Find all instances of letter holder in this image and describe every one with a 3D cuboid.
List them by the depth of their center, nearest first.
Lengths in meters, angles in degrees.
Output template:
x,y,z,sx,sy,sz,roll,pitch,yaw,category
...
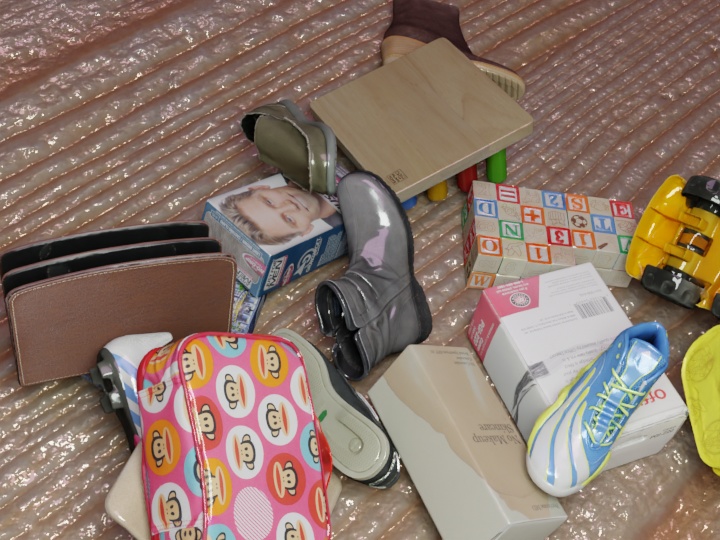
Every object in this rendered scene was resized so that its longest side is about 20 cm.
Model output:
x,y,z,sx,sy,sz,roll,pitch,yaw,category
-0.222,0.008,0.977,0.198,0.143,0.101,-10,53,-19,letter holder

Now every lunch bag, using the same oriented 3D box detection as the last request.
x,y,z,sx,sy,sz,roll,pitch,yaw,category
-0.093,0.153,0.892,0.175,0.081,0.203,7,69,-47,lunch bag

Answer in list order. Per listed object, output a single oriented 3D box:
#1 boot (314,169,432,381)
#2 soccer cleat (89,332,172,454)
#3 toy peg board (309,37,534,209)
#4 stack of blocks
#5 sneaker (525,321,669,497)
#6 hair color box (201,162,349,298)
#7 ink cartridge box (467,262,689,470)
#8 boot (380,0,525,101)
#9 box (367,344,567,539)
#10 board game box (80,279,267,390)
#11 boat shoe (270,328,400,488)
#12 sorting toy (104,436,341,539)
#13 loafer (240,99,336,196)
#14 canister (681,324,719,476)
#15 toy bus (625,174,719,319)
x,y,z,sx,sy,sz,roll,pitch,yaw,category
0.000,0.000,1.091,0.131,0.069,0.202,-20,88,-51,boot
-0.169,0.150,0.953,0.086,0.070,0.202,-19,90,-28,soccer cleat
0.075,-0.156,1.300,0.198,0.098,0.200,-28,50,-13,toy peg board
0.221,-0.031,1.246,0.197,0.059,0.116,7,49,-7,stack of blocks
0.221,0.113,0.984,0.075,0.106,0.200,33,51,14,sneaker
-0.072,-0.053,1.168,0.100,0.061,0.199,39,39,21,hair color box
0.221,0.105,1.114,0.144,0.085,0.201,-12,53,-22,ink cartridge box
0.128,-0.304,1.446,0.197,0.073,0.168,10,51,1,boot
0.098,0.173,1.015,0.094,0.078,0.201,6,44,-44,box
-0.212,0.054,1.076,0.197,0.062,0.201,17,49,1,board game box
-0.033,0.136,1.054,0.072,0.068,0.200,-47,55,3,boat shoe
-0.115,0.196,0.941,0.200,0.036,0.186,49,44,-23,sorting toy
-0.079,-0.130,1.157,0.069,0.076,0.200,-9,25,-20,loafer
0.432,0.155,1.080,0.198,0.087,0.150,22,45,-22,canister
0.423,0.003,1.181,0.191,0.137,0.199,27,0,-45,toy bus
